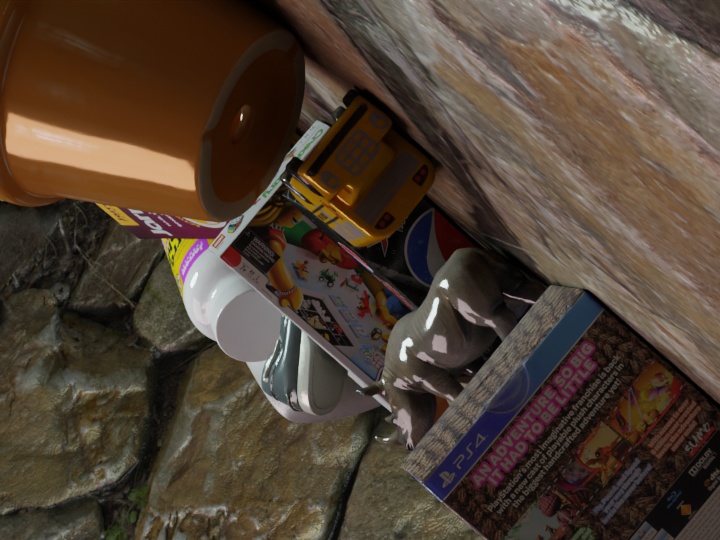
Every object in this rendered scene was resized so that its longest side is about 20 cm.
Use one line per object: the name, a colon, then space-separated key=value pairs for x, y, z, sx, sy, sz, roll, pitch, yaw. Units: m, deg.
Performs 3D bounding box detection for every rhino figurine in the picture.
rhino figurine: x=0.060 y=0.061 z=1.567 sx=0.087 sy=0.200 sz=0.060 roll=47 pitch=-139 yaw=12

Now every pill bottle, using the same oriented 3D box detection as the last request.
pill bottle: x=-0.111 y=-0.004 z=1.938 sx=0.104 sy=0.104 sz=0.200 roll=42 pitch=-169 yaw=-32

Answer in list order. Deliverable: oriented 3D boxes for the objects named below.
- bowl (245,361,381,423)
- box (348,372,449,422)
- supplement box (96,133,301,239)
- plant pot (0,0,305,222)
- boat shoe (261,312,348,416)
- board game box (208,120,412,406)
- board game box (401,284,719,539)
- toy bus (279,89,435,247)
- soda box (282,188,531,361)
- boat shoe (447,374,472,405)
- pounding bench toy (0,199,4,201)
bowl: x=-0.034 y=0.038 z=2.148 sx=0.199 sy=0.075 sz=0.200 roll=-12 pitch=-110 yaw=-48
box: x=0.049 y=0.054 z=1.838 sx=0.097 sy=0.124 sz=0.200 roll=37 pitch=176 yaw=33
supplement box: x=-0.146 y=-0.089 z=1.870 sx=0.200 sy=0.086 sz=0.110 roll=1 pitch=148 yaw=49
plant pot: x=-0.142 y=-0.119 z=1.376 sx=0.183 sy=0.201 sz=0.200 roll=21 pitch=169 yaw=21
boat shoe: x=-0.042 y=0.010 z=1.723 sx=0.062 sy=0.201 sz=0.073 roll=10 pitch=-172 yaw=36
board game box: x=0.000 y=0.000 z=1.670 sx=0.200 sy=0.126 sz=0.035 roll=41 pitch=177 yaw=-23
board game box: x=0.155 y=0.134 z=1.437 sx=0.200 sy=0.160 sz=0.097 roll=41 pitch=176 yaw=-6
toy bus: x=-0.002 y=-0.061 z=1.434 sx=0.078 sy=0.065 sz=0.200 roll=40 pitch=176 yaw=-3
soda box: x=0.041 y=-0.011 z=1.615 sx=0.200 sy=0.063 sz=0.071 roll=41 pitch=176 yaw=-22
boat shoe: x=0.156 y=0.100 z=1.751 sx=0.200 sy=0.063 sz=0.071 roll=9 pitch=130 yaw=46
pounding bench toy: x=-0.261 y=-0.158 z=1.589 sx=0.124 sy=0.200 sz=0.156 roll=36 pitch=-170 yaw=39
